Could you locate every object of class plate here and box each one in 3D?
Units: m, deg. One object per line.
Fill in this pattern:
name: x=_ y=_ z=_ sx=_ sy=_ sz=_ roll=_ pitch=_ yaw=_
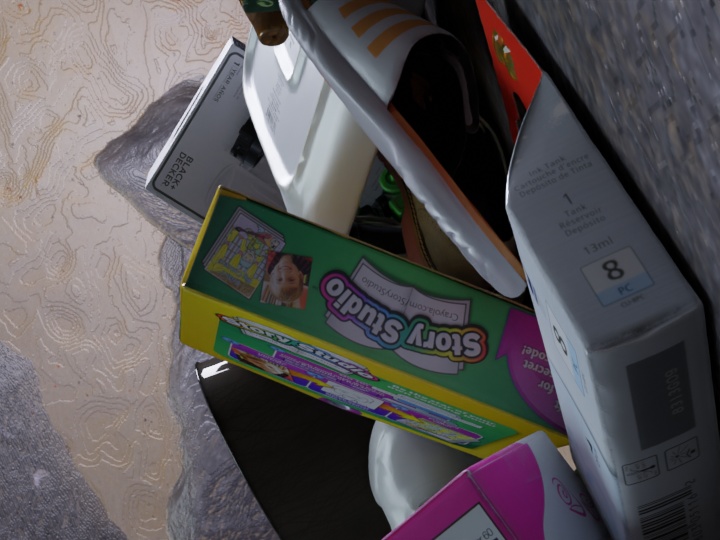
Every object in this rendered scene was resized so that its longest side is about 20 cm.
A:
plate: x=-0.024 y=-0.133 z=0.807 sx=0.200 sy=0.032 sz=0.201 roll=-114 pitch=36 yaw=-51

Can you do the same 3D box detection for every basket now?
basket: x=0.022 y=0.087 z=0.941 sx=0.181 sy=0.199 sz=0.136 roll=62 pitch=180 yaw=-26

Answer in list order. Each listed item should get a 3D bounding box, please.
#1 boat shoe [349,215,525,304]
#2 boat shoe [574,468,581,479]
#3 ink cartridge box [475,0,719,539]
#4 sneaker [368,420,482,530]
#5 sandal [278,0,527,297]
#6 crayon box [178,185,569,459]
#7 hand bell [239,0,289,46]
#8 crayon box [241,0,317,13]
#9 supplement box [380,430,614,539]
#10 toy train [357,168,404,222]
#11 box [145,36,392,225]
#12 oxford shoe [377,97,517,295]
boat shoe: x=0.000 y=0.000 z=0.866 sx=0.063 sy=0.198 sz=0.072 roll=-84 pitch=-5 yaw=-71
boat shoe: x=0.125 y=0.143 z=0.762 sx=0.068 sy=0.075 sz=0.200 roll=47 pitch=-174 yaw=10
ink cartridge box: x=0.080 y=0.004 z=0.584 sx=0.161 sy=0.047 sz=0.201 roll=68 pitch=177 yaw=-47
sneaker: x=0.057 y=0.172 z=0.868 sx=0.089 sy=0.074 sz=0.202 roll=-115 pitch=11 yaw=-64
sandal: x=0.033 y=-0.071 z=0.656 sx=0.207 sy=0.059 sz=0.079 roll=54 pitch=-176 yaw=37
crayon box: x=0.007 y=0.035 z=0.753 sx=0.173 sy=0.198 sz=0.059 roll=125 pitch=166 yaw=-76
hand bell: x=-0.059 y=-0.210 z=0.787 sx=0.104 sy=0.103 sz=0.202 roll=69 pitch=-172 yaw=-66
crayon box: x=-0.044 y=-0.243 z=0.697 sx=0.126 sy=0.051 sz=0.202 roll=72 pitch=-166 yaw=-76
supplement box: x=0.083 y=0.177 z=0.575 sx=0.201 sy=0.103 sz=0.101 roll=55 pitch=-159 yaw=13
toy train: x=-0.008 y=-0.013 z=0.923 sx=0.056 sy=0.199 sz=0.042 roll=51 pitch=169 yaw=37
box: x=-0.034 y=-0.055 z=0.991 sx=0.199 sy=0.117 sz=0.060 roll=31 pitch=-172 yaw=-12
oxford shoe: x=0.044 y=-0.080 z=0.793 sx=0.202 sy=0.070 sz=0.074 roll=68 pitch=154 yaw=21
